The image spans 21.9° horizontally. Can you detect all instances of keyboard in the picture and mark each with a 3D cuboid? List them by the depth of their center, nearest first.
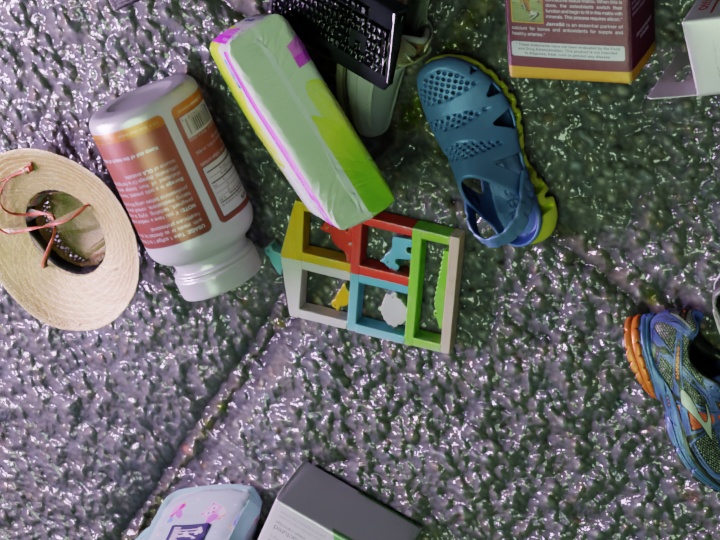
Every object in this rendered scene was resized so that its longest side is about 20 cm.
[{"bbox_3d":[-0.031,-0.235,1.623,0.200,0.040,0.104,36,122,48],"label":"keyboard"}]

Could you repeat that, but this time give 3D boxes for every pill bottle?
[{"bbox_3d":[-0.172,-0.077,1.790,0.112,0.112,0.200,-13,110,29],"label":"pill bottle"}]

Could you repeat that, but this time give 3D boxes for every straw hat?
[{"bbox_3d":[-0.285,-0.046,1.873,0.201,0.085,0.201,10,115,23],"label":"straw hat"}]

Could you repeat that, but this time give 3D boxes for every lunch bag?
[{"bbox_3d":[-0.191,0.327,1.978,0.122,0.170,0.200,40,125,-10],"label":"lunch bag"}]

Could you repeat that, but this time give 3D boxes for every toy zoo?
[{"bbox_3d":[0.000,0.000,1.810,0.200,0.020,0.131,14,121,16],"label":"toy zoo"}]

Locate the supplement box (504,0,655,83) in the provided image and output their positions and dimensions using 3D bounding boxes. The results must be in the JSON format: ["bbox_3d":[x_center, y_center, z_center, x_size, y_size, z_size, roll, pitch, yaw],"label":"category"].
[{"bbox_3d":[0.181,-0.264,1.550,0.110,0.086,0.200,5,118,22],"label":"supplement box"}]

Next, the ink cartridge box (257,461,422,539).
[{"bbox_3d":[-0.044,0.323,1.964,0.146,0.084,0.200,28,123,8],"label":"ink cartridge box"}]

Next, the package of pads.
[{"bbox_3d":[-0.057,-0.136,1.687,0.068,0.155,0.200,-32,102,-5],"label":"package of pads"}]

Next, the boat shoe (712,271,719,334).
[{"bbox_3d":[0.368,0.089,1.670,0.071,0.064,0.200,-24,105,32],"label":"boat shoe"}]

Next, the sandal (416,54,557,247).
[{"bbox_3d":[0.110,-0.100,1.670,0.079,0.087,0.200,-23,103,33],"label":"sandal"}]

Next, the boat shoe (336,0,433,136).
[{"bbox_3d":[0.026,-0.207,1.656,0.068,0.075,0.200,17,121,22],"label":"boat shoe"}]

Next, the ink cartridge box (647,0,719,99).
[{"bbox_3d":[0.333,-0.196,1.501,0.200,0.115,0.068,-5,114,26],"label":"ink cartridge box"}]

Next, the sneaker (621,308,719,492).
[{"bbox_3d":[0.315,0.120,1.707,0.078,0.075,0.200,-25,106,29],"label":"sneaker"}]

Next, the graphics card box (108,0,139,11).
[{"bbox_3d":[-0.215,-0.350,1.700,0.125,0.051,0.200,-19,106,30],"label":"graphics card box"}]
